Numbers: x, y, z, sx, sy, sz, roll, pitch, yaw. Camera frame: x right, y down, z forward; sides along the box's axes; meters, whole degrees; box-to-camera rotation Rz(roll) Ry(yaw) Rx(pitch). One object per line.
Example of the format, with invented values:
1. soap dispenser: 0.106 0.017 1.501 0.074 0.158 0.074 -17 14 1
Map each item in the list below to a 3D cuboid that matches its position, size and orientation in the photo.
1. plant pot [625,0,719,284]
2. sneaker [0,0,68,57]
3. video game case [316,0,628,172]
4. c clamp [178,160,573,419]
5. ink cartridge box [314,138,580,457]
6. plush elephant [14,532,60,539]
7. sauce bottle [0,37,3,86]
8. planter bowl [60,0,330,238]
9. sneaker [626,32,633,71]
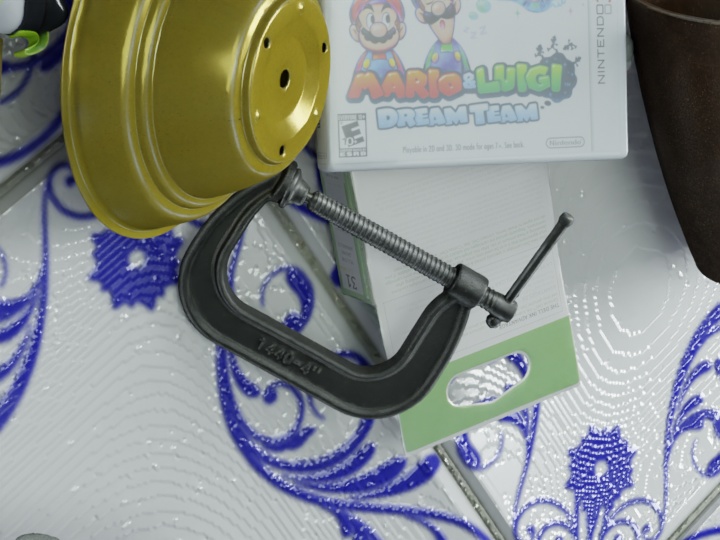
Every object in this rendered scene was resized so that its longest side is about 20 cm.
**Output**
1. plant pot: 0.266 -0.096 1.265 0.186 0.187 0.201 -19 119 -27
2. sneaker: -0.171 -0.206 0.996 0.083 0.071 0.201 22 71 -39
3. video game case: 0.066 -0.153 1.133 0.199 0.024 0.183 -4 96 -22
4. c clamp: 0.000 0.000 1.146 0.199 0.027 0.171 23 108 -13
5. ink cartridge box: 0.058 -0.003 1.212 0.145 0.048 0.201 -19 111 -27
6. plush elephant: -0.145 0.221 1.060 0.164 0.200 0.156 19 67 -23
7. sauce bottle: -0.227 -0.046 1.031 0.064 0.065 0.201 2 95 -30
8. planter bowl: -0.072 -0.109 1.047 0.200 0.083 0.202 -40 136 -54
9. sneaker: 0.090 -0.165 1.193 0.199 0.081 0.089 10 92 -31
